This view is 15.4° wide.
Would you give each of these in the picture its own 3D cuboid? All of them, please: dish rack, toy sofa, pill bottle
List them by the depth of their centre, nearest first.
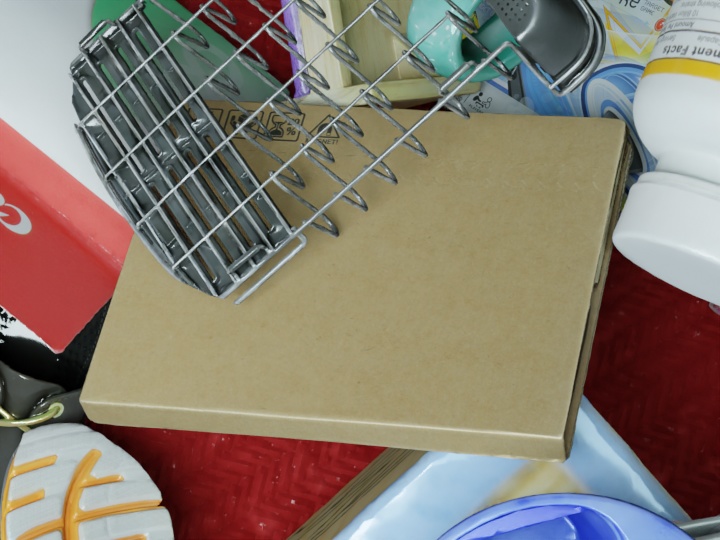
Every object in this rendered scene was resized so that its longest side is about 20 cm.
[{"bbox_3d":[0.177,-0.086,1.072,0.113,0.113,0.200,24,82,-1],"label":"pill bottle"},{"bbox_3d":[-0.019,-0.086,1.082,0.200,0.055,0.154,-41,61,12],"label":"dish rack"},{"bbox_3d":[-0.023,-0.161,1.187,0.097,0.083,0.201,-9,90,38],"label":"toy sofa"}]

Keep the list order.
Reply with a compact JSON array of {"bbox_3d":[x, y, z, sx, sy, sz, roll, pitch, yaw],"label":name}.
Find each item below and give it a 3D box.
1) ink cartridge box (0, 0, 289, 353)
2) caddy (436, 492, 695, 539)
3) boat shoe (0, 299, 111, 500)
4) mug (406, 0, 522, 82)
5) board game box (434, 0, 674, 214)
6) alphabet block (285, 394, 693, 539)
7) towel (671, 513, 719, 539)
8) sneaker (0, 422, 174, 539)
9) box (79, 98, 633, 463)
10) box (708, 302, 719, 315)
[{"bbox_3d":[-0.138,-0.074,1.155,0.161,0.200,0.050,39,124,-1],"label":"ink cartridge box"},{"bbox_3d":[0.056,0.173,0.967,0.141,0.105,0.200,36,90,0],"label":"caddy"},{"bbox_3d":[-0.152,0.043,1.214,0.072,0.061,0.202,20,89,-1],"label":"boat shoe"},{"bbox_3d":[0.083,-0.186,1.147,0.185,0.114,0.152,-39,64,29],"label":"mug"},{"bbox_3d":[0.127,-0.095,1.186,0.200,0.034,0.136,34,88,31],"label":"board game box"},{"bbox_3d":[0.061,0.166,1.149,0.196,0.200,0.195,-40,91,-1],"label":"alphabet block"},{"bbox_3d":[0.130,0.192,1.036,0.199,0.032,0.192,-12,91,-1],"label":"towel"},{"bbox_3d":[-0.117,0.165,1.168,0.078,0.077,0.200,-10,76,-25],"label":"sneaker"},{"bbox_3d":[0.000,0.000,1.084,0.199,0.021,0.164,4,53,15],"label":"box"},{"bbox_3d":[0.253,-0.043,1.203,0.095,0.103,0.200,31,90,-1],"label":"box"}]
